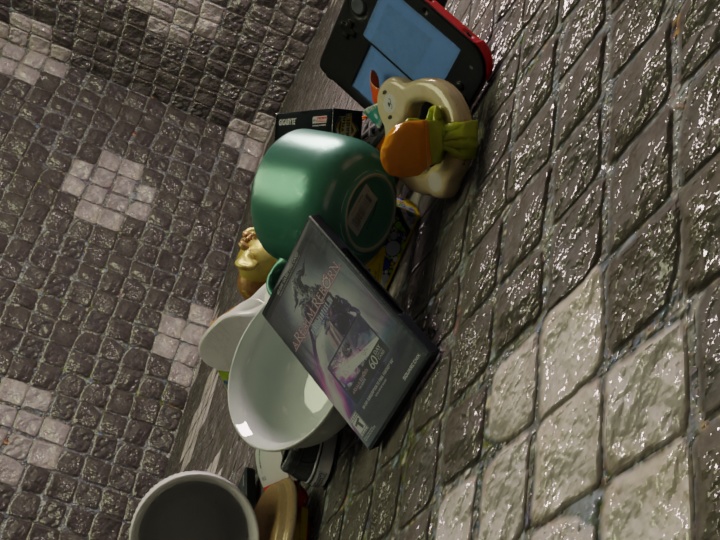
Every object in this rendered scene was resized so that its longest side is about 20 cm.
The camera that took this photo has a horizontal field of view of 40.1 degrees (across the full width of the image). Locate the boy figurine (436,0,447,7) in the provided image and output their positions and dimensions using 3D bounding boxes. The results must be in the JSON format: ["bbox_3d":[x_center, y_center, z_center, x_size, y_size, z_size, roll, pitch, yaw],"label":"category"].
[{"bbox_3d":[0.091,-0.301,1.233,0.065,0.124,0.200,-60,-16,-1],"label":"boy figurine"}]

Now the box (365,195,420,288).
[{"bbox_3d":[0.000,0.000,1.225,0.064,0.070,0.201,-105,37,-71],"label":"box"}]

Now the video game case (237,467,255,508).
[{"bbox_3d":[-0.208,0.430,1.547,0.143,0.019,0.201,-110,43,-72],"label":"video game case"}]

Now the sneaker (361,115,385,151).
[{"bbox_3d":[0.025,-0.177,1.289,0.078,0.077,0.200,-7,-35,-53],"label":"sneaker"}]

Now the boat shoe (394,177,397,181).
[{"bbox_3d":[0.035,-0.192,1.380,0.061,0.071,0.203,-142,70,-74],"label":"boat shoe"}]

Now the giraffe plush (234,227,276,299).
[{"bbox_3d":[-0.125,0.009,1.550,0.172,0.161,0.202,-176,106,-78],"label":"giraffe plush"}]

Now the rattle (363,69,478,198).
[{"bbox_3d":[0.021,-0.157,1.069,0.200,0.142,0.131,47,147,33],"label":"rattle"}]

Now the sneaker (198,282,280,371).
[{"bbox_3d":[-0.116,0.051,1.243,0.199,0.075,0.089,-36,17,13],"label":"sneaker"}]

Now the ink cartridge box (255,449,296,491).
[{"bbox_3d":[-0.119,0.274,1.373,0.161,0.050,0.202,136,154,-65],"label":"ink cartridge box"}]

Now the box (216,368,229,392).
[{"bbox_3d":[-0.129,0.138,1.356,0.200,0.121,0.048,94,176,-71],"label":"box"}]

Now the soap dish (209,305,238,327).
[{"bbox_3d":[-0.165,0.134,1.576,0.081,0.157,0.200,-52,12,-1],"label":"soap dish"}]

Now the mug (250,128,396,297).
[{"bbox_3d":[-0.030,-0.059,1.102,0.151,0.114,0.187,-23,-61,-45],"label":"mug"}]

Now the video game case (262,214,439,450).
[{"bbox_3d":[-0.017,0.062,1.006,0.200,0.019,0.143,48,128,26],"label":"video game case"}]

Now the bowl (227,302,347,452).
[{"bbox_3d":[-0.055,0.121,1.141,0.200,0.090,0.203,-24,53,35],"label":"bowl"}]

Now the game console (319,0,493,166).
[{"bbox_3d":[0.049,-0.242,1.150,0.031,0.200,0.177,-33,-18,-45],"label":"game console"}]

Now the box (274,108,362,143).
[{"bbox_3d":[-0.063,-0.132,1.320,0.200,0.046,0.161,15,102,63],"label":"box"}]

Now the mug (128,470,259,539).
[{"bbox_3d":[-0.196,0.341,1.179,0.175,0.146,0.202,141,116,-74],"label":"mug"}]

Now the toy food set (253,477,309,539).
[{"bbox_3d":[-0.108,0.349,1.177,0.199,0.048,0.201,-90,24,-54],"label":"toy food set"}]

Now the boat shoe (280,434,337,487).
[{"bbox_3d":[-0.066,0.180,1.228,0.201,0.067,0.072,-83,18,-52],"label":"boat shoe"}]
